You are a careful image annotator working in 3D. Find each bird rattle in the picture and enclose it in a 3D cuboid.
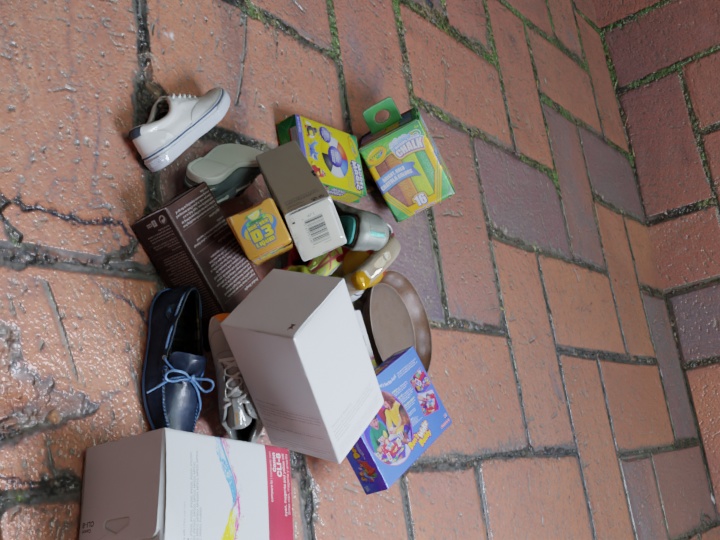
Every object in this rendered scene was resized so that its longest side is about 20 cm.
[{"bbox_3d":[0.000,0.000,1.289,0.199,0.162,0.113,-36,100,-35],"label":"bird rattle"}]

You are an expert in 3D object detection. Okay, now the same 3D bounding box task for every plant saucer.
[{"bbox_3d":[0.059,0.100,1.502,0.200,0.034,0.203,32,51,-49],"label":"plant saucer"}]

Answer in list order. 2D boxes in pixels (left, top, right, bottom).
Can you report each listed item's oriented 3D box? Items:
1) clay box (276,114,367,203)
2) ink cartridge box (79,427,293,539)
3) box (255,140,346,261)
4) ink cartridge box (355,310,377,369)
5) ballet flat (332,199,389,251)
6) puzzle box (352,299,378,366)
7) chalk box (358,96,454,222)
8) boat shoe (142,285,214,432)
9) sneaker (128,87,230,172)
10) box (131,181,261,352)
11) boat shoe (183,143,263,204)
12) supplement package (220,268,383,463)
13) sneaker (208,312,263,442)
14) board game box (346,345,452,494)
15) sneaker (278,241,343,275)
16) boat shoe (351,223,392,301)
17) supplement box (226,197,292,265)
[{"bbox_3d":[-0.056,-0.187,1.514,0.199,0.047,0.116,8,68,-53],"label":"clay box"},{"bbox_3d":[-0.195,0.272,0.996,0.199,0.144,0.146,23,55,-49],"label":"ink cartridge box"},{"bbox_3d":[-0.086,-0.101,1.230,0.200,0.068,0.083,-120,-172,-54],"label":"box"},{"bbox_3d":[-0.031,0.169,1.325,0.114,0.068,0.202,-5,74,-43],"label":"ink cartridge box"},{"bbox_3d":[-0.017,-0.061,1.260,0.063,0.200,0.068,6,99,-24],"label":"ballet flat"},{"bbox_3d":[0.006,0.152,1.455,0.133,0.025,0.202,32,50,-43],"label":"puzzle box"},{"bbox_3d":[0.075,-0.215,1.619,0.201,0.123,0.124,60,12,-17],"label":"chalk box"},{"bbox_3d":[-0.229,0.114,1.095,0.084,0.068,0.202,11,65,-53],"label":"boat shoe"},{"bbox_3d":[-0.248,-0.217,1.228,0.071,0.072,0.201,59,35,-23],"label":"sneaker"},{"bbox_3d":[-0.207,-0.005,1.183,0.201,0.074,0.100,61,34,-12],"label":"box"},{"bbox_3d":[-0.197,-0.139,1.294,0.200,0.072,0.062,-41,152,-62],"label":"boat shoe"},{"bbox_3d":[-0.067,0.116,1.087,0.117,0.116,0.202,-48,133,-39],"label":"supplement package"},{"bbox_3d":[-0.151,0.146,1.115,0.092,0.075,0.202,-86,169,-53],"label":"sneaker"},{"bbox_3d":[0.044,0.214,1.289,0.199,0.045,0.136,-31,94,-52],"label":"board game box"},{"bbox_3d":[-0.067,-0.024,1.391,0.091,0.078,0.201,55,37,-19],"label":"sneaker"},{"bbox_3d":[0.011,-0.020,1.490,0.072,0.065,0.200,51,31,-9],"label":"boat shoe"},{"bbox_3d":[-0.135,-0.051,1.217,0.069,0.066,0.200,64,-3,2],"label":"supplement box"}]
